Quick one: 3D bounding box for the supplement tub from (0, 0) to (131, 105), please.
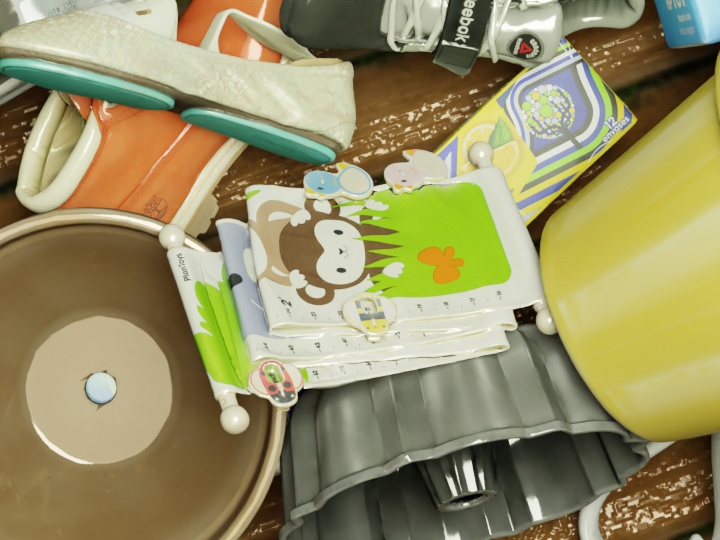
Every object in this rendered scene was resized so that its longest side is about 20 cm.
[{"bbox_3d":[-0.215,-0.189,1.025,0.122,0.123,0.201,-32,96,0],"label":"supplement tub"}]

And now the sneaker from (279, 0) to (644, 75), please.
[{"bbox_3d":[0.058,-0.139,1.002,0.199,0.089,0.074,-16,141,-24],"label":"sneaker"}]

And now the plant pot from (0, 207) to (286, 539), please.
[{"bbox_3d":[-0.139,0.066,1.027,0.199,0.093,0.203,0,94,-4],"label":"plant pot"}]

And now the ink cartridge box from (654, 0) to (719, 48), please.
[{"bbox_3d":[0.203,-0.229,0.996,0.145,0.086,0.202,-18,97,-1],"label":"ink cartridge box"}]

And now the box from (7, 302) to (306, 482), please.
[{"bbox_3d":[-0.129,0.075,1.094,0.198,0.041,0.120,-17,95,-4],"label":"box"}]

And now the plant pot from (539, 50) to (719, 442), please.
[{"bbox_3d":[0.197,-0.011,0.954,0.188,0.201,0.202,-28,97,29],"label":"plant pot"}]

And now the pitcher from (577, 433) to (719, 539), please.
[{"bbox_3d":[0.221,0.099,1.084,0.170,0.121,0.202,18,105,7],"label":"pitcher"}]

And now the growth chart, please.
[{"bbox_3d":[0.000,0.000,0.974,0.198,0.018,0.145,-14,54,-21],"label":"growth chart"}]

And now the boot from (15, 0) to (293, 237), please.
[{"bbox_3d":[-0.102,-0.099,1.042,0.107,0.075,0.201,28,92,-42],"label":"boot"}]

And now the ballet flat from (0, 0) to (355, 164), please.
[{"bbox_3d":[-0.089,-0.105,0.989,0.199,0.067,0.063,15,82,-33],"label":"ballet flat"}]

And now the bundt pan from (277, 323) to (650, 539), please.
[{"bbox_3d":[0.046,0.086,1.036,0.200,0.202,0.076,-14,69,-2],"label":"bundt pan"}]

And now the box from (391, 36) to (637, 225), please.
[{"bbox_3d":[0.054,-0.035,1.078,0.200,0.070,0.064,-44,91,1],"label":"box"}]
